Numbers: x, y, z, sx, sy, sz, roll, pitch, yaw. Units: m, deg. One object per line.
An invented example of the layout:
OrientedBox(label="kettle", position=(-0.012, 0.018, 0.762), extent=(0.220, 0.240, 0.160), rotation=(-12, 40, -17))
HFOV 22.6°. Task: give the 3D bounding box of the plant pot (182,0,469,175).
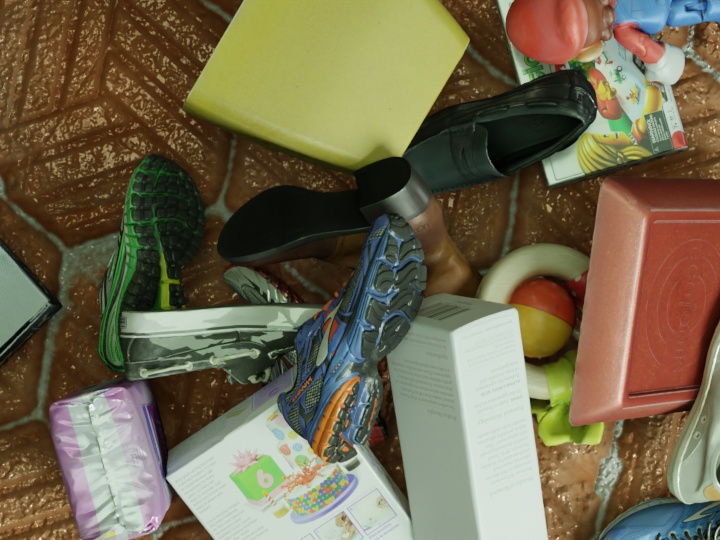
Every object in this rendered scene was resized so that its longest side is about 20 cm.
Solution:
OrientedBox(label="plant pot", position=(-0.023, -0.179, 1.508), extent=(0.176, 0.200, 0.201), rotation=(31, 89, -7))

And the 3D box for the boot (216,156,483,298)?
OrientedBox(label="boot", position=(0.000, 0.000, 1.509), extent=(0.187, 0.200, 0.069), rotation=(-23, 47, 12))

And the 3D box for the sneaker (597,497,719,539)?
OrientedBox(label="sneaker", position=(0.292, 0.225, 1.511), extent=(0.199, 0.089, 0.079), rotation=(-14, 85, 3))

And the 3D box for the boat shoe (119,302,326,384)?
OrientedBox(label="boat shoe", position=(-0.096, 0.060, 1.473), extent=(0.198, 0.071, 0.064), rotation=(-3, 91, 2))

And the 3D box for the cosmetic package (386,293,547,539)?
OrientedBox(label="cosmetic package", position=(0.084, 0.128, 1.447), extent=(0.074, 0.101, 0.202), rotation=(-18, 106, -31))

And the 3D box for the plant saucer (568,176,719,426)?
OrientedBox(label="plant saucer", position=(0.257, 0.026, 1.466), extent=(0.037, 0.199, 0.201), rotation=(15, 102, 44))

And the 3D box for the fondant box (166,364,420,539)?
OrientedBox(label="fondant box", position=(-0.048, 0.198, 1.508), extent=(0.144, 0.058, 0.200), rotation=(-34, 108, 7))

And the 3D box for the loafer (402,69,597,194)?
OrientedBox(label="loafer", position=(0.107, -0.109, 1.523), extent=(0.200, 0.071, 0.068), rotation=(-22, 117, 24))

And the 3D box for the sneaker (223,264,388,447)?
OrientedBox(label="sneaker", position=(-0.061, 0.080, 1.544), extent=(0.082, 0.078, 0.201), rotation=(-34, 86, 2))

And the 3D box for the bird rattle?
OrientedBox(label="bird rattle", position=(0.174, 0.043, 1.502), extent=(0.162, 0.113, 0.201), rotation=(22, 92, -13))

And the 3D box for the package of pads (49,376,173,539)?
OrientedBox(label="package of pads", position=(-0.202, 0.153, 1.488), extent=(0.075, 0.200, 0.121), rotation=(-13, 90, -3))

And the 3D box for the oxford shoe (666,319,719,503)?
OrientedBox(label="oxford shoe", position=(0.312, 0.101, 1.475), extent=(0.058, 0.075, 0.201), rotation=(13, 79, 45))

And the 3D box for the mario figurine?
OrientedBox(label="mario figurine", position=(0.216, -0.224, 1.524), extent=(0.199, 0.106, 0.124), rotation=(-13, 50, -9))

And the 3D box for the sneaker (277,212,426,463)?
OrientedBox(label="sneaker", position=(-0.014, 0.047, 1.401), extent=(0.078, 0.075, 0.201), rotation=(26, 98, 30))

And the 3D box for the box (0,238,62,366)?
OrientedBox(label="box", position=(-0.386, 0.013, 1.579), extent=(0.158, 0.051, 0.200), rotation=(-43, 85, -1))

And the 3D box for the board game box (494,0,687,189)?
OrientedBox(label="board game box", position=(0.196, -0.184, 1.565), extent=(0.125, 0.035, 0.201), rotation=(-16, 86, 3))

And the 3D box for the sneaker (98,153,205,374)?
OrientedBox(label="sneaker", position=(-0.193, -0.007, 1.553), extent=(0.078, 0.085, 0.201), rotation=(24, 65, -35))
